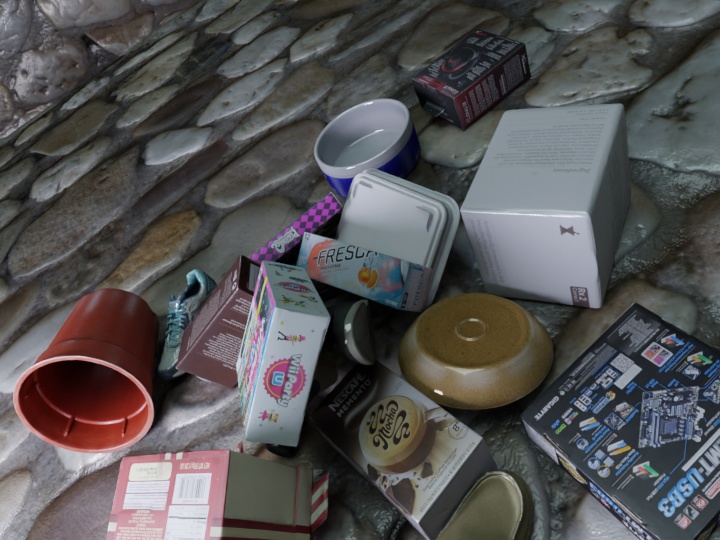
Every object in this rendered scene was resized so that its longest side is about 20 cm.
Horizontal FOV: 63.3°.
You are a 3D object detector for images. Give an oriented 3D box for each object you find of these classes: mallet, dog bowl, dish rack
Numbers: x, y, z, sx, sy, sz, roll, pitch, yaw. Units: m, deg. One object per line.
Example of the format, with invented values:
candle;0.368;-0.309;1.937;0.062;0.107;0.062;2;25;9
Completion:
mallet;-0.083;0.186;0.723;0.040;0.200;0.067;20;64;-7
dog bowl;0.014;-0.235;1.121;0.195;0.079;0.203;-16;45;16
dish rack;0.039;-0.050;0.873;0.197;0.043;0.176;27;106;35

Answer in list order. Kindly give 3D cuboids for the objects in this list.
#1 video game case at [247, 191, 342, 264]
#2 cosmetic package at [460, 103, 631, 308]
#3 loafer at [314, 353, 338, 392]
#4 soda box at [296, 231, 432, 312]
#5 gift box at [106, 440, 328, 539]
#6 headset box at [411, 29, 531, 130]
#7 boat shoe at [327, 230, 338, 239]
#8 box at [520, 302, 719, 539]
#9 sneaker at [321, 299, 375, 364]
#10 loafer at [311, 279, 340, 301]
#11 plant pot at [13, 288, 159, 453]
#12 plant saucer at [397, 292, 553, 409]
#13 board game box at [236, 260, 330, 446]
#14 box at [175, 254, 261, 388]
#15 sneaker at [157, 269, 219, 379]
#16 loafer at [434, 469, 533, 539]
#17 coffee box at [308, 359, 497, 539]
video game case;-0.117;-0.036;0.960;0.199;0.036;0.181;-39;-2;-8
cosmetic package;0.254;-0.088;0.779;0.162;0.166;0.202;7;52;34
loafer;-0.083;0.117;0.856;0.066;0.077;0.201;1;28;-19
soda box;0.000;0.000;0.830;0.197;0.068;0.065;17;93;36
gift box;-0.148;0.283;0.644;0.180;0.187;0.205;-6;62;27
headset box;0.206;-0.369;1.137;0.199;0.076;0.149;-38;42;-8
boat shoe;0.030;-0.052;0.954;0.197;0.073;0.066;-14;11;37
box;0.305;0.156;0.607;0.199;0.050;0.198;-40;43;-10
sneaker;-0.037;0.083;0.727;0.103;0.200;0.077;-11;89;4
loafer;-0.130;0.033;0.957;0.197;0.073;0.074;-29;43;4
plant pot;-0.415;0.146;0.942;0.196;0.203;0.197;-22;34;9
plant saucer;0.141;0.086;0.736;0.194;0.036;0.202;-9;34;6
board game box;-0.098;0.086;0.691;0.200;0.063;0.151;-136;60;-69
box;-0.182;0.081;0.859;0.200;0.099;0.076;-47;31;30
sneaker;-0.306;0.087;0.998;0.076;0.087;0.203;-6;48;26
loafer;0.109;0.286;0.583;0.075;0.068;0.202;16;60;39
coffee box;0.045;0.203;0.690;0.113;0.081;0.198;-45;44;-16
